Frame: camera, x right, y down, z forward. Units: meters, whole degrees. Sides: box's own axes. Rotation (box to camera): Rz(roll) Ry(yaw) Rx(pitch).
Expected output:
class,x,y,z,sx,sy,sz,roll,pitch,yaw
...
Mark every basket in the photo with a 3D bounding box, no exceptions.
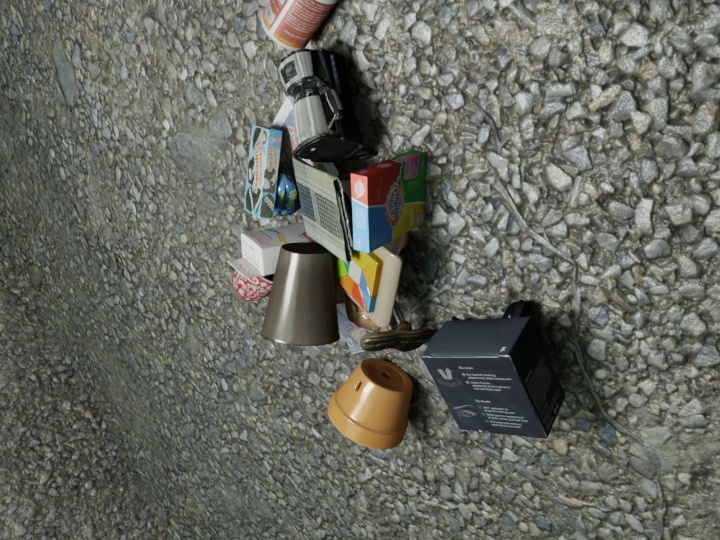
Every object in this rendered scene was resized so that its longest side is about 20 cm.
class,x,y,z,sx,sy,sz,roll,pitch,yaw
basket,-0.125,0.048,1.381,0.179,0.136,0.202,5,105,-5

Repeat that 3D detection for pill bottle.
class,x,y,z,sx,sy,sz,roll,pitch,yaw
pill bottle,-0.107,-0.548,1.244,0.113,0.112,0.200,56,135,5

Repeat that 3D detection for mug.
class,x,y,z,sx,sy,sz,roll,pitch,yaw
mug,-0.244,0.020,1.609,0.200,0.133,0.179,-34,76,56

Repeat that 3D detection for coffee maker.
class,x,y,z,sx,sy,sz,roll,pitch,yaw
coffee maker,-0.073,-0.335,1.296,0.134,0.192,0.202,-15,79,23

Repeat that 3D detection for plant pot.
class,x,y,z,sx,sy,sz,roll,pitch,yaw
plant pot,0.037,0.305,1.490,0.199,0.200,0.141,33,113,25

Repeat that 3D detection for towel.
class,x,y,z,sx,sy,sz,roll,pitch,yaw
towel,-0.074,-0.129,1.301,0.200,0.034,0.194,36,142,51

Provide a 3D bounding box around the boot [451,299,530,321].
class,x,y,z,sx,sy,sz,roll,pitch,yaw
boot,0.258,0.132,1.282,0.161,0.073,0.200,17,127,31

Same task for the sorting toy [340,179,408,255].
class,x,y,z,sx,sy,sz,roll,pitch,yaw
sorting toy,0.006,-0.122,1.368,0.179,0.106,0.202,18,121,42

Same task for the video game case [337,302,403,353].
class,x,y,z,sx,sy,sz,roll,pitch,yaw
video game case,0.012,0.103,1.518,0.199,0.023,0.183,-20,96,45

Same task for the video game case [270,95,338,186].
class,x,y,z,sx,sy,sz,roll,pitch,yaw
video game case,-0.136,-0.267,1.419,0.201,0.023,0.182,60,154,1

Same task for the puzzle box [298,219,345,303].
class,x,y,z,sx,sy,sz,roll,pitch,yaw
puzzle box,-0.094,-0.025,1.505,0.200,0.025,0.134,39,133,45

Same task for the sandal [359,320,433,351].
class,x,y,z,sx,sy,sz,roll,pitch,yaw
sandal,0.079,0.140,1.368,0.082,0.199,0.055,-51,49,44

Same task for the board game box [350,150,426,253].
class,x,y,z,sx,sy,sz,roll,pitch,yaw
board game box,0.059,-0.139,1.235,0.040,0.199,0.154,16,121,34

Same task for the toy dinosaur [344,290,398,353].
class,x,y,z,sx,sy,sz,roll,pitch,yaw
toy dinosaur,0.014,0.112,1.453,0.200,0.086,0.136,39,137,27

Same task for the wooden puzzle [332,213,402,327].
class,x,y,z,sx,sy,sz,roll,pitch,yaw
wooden puzzle,0.000,0.000,1.321,0.200,0.037,0.186,39,135,36

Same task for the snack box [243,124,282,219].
class,x,y,z,sx,sy,sz,roll,pitch,yaw
snack box,-0.226,-0.228,1.440,0.116,0.037,0.202,30,115,57

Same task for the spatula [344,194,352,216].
class,x,y,z,sx,sy,sz,roll,pitch,yaw
spatula,-0.058,-0.211,1.428,0.056,0.021,0.201,-15,101,42

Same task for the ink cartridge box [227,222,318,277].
class,x,y,z,sx,sy,sz,roll,pitch,yaw
ink cartridge box,-0.199,-0.049,1.446,0.116,0.199,0.068,32,128,48

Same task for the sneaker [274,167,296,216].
class,x,y,z,sx,sy,sz,roll,pitch,yaw
sneaker,-0.196,-0.185,1.512,0.200,0.070,0.083,127,129,-66

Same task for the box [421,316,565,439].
class,x,y,z,sx,sy,sz,roll,pitch,yaw
box,0.255,0.203,1.197,0.196,0.117,0.201,-7,120,44
